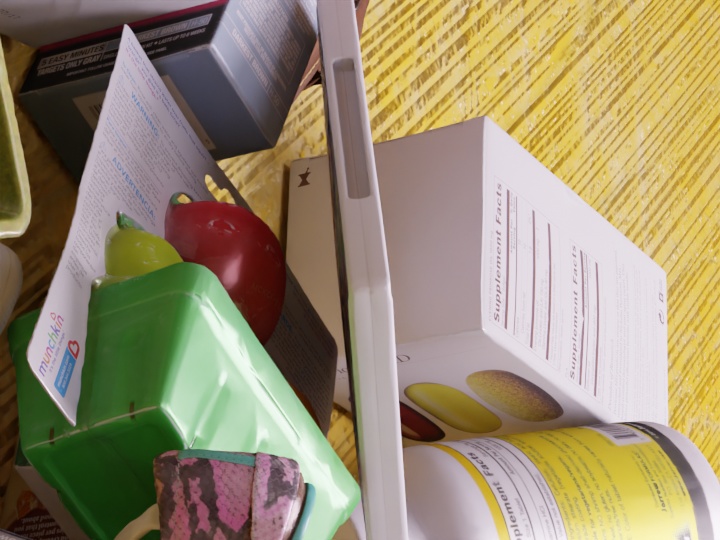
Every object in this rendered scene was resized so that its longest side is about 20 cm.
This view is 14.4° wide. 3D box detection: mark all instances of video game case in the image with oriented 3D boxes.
[{"bbox_3d":[0.000,0.000,1.147,0.201,0.018,0.144,-96,-179,-52],"label":"video game case"}]

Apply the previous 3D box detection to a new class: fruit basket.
[{"bbox_3d":[-0.066,0.033,1.093,0.186,0.093,0.201,57,20,-33],"label":"fruit basket"}]

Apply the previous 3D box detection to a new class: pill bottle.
[{"bbox_3d":[0.063,0.132,1.301,0.199,0.112,0.113,-4,83,-33],"label":"pill bottle"}]

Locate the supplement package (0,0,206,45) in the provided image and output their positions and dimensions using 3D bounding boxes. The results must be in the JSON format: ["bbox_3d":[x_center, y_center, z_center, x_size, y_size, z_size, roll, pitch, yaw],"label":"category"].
[{"bbox_3d":[-0.121,-0.208,1.124,0.114,0.109,0.201,20,63,-58],"label":"supplement package"}]

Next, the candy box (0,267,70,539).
[{"bbox_3d":[-0.090,0.107,1.144,0.115,0.055,0.201,45,45,-45],"label":"candy box"}]

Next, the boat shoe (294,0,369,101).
[{"bbox_3d":[-0.027,-0.115,1.319,0.068,0.072,0.201,60,31,-28],"label":"boat shoe"}]

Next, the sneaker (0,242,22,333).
[{"bbox_3d":[-0.188,0.043,0.989,0.088,0.075,0.201,44,38,-26],"label":"sneaker"}]

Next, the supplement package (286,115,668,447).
[{"bbox_3d":[0.059,0.023,1.386,0.200,0.113,0.110,35,50,-51],"label":"supplement package"}]

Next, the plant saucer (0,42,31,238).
[{"bbox_3d":[-0.214,-0.098,0.961,0.199,0.048,0.201,-7,84,-50],"label":"plant saucer"}]

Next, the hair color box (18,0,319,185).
[{"bbox_3d":[-0.064,-0.130,1.228,0.061,0.099,0.201,58,35,-33],"label":"hair color box"}]

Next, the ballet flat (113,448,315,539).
[{"bbox_3d":[-0.074,0.141,1.012,0.069,0.071,0.201,-76,-176,-59],"label":"ballet flat"}]

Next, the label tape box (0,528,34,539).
[{"bbox_3d":[-0.157,0.193,0.925,0.200,0.063,0.145,-44,146,-58],"label":"label tape box"}]
